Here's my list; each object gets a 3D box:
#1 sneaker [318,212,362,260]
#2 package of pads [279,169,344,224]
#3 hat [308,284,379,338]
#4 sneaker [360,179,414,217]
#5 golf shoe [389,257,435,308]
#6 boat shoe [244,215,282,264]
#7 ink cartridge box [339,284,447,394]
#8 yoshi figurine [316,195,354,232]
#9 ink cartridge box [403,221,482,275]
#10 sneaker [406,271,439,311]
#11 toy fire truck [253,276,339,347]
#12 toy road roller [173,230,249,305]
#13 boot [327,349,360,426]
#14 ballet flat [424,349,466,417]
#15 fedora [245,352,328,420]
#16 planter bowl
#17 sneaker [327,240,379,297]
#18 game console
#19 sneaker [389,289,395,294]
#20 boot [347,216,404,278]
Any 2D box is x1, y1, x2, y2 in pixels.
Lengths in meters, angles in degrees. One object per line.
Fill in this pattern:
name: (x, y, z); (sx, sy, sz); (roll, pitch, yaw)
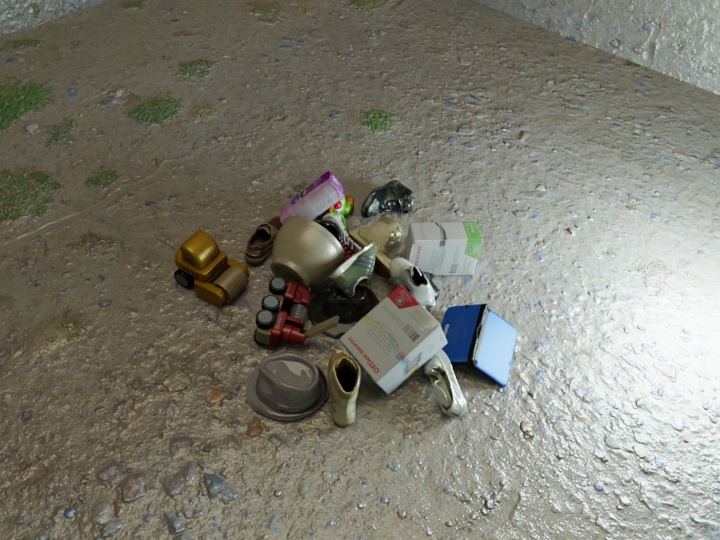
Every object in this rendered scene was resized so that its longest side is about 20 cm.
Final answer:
sneaker: (-0.058, -0.066, 1.654); (0.200, 0.074, 0.087); (58, 28, 1)
package of pads: (-0.145, -0.202, 1.752); (0.200, 0.076, 0.121); (-35, 24, 12)
hat: (-0.039, 0.083, 1.579); (0.200, 0.081, 0.201); (3, 48, -3)
sneaker: (0.094, -0.214, 1.870); (0.114, 0.076, 0.199); (32, 46, 30)
golf shoe: (0.138, 0.011, 1.557); (0.078, 0.097, 0.200); (-20, 44, -17)
boat shoe: (-0.271, -0.102, 1.730); (0.076, 0.072, 0.200); (17, 45, 9)
ink cartridge box: (0.081, 0.169, 1.413); (0.200, 0.145, 0.145); (-40, 63, -5)
yoshi figurine: (-0.084, -0.155, 1.802); (0.112, 0.112, 0.200); (-21, 25, 27)
ink cartridge box: (0.231, -0.061, 1.696); (0.199, 0.146, 0.084); (-1, 47, -7)
sneaker: (0.181, 0.073, 1.619); (0.087, 0.076, 0.200); (4, 47, -11)
toy fire truck: (-0.156, 0.114, 1.517); (0.199, 0.129, 0.176); (16, 47, -1)
toy road roller: (-0.405, -0.015, 1.586); (0.200, 0.146, 0.123); (25, 50, 17)
boot: (-0.039, 0.239, 1.383); (0.073, 0.156, 0.200); (1, 47, -4)
ballet flat: (0.193, 0.261, 1.436); (0.069, 0.070, 0.200); (-12, 56, -17)
fedora: (-0.174, 0.256, 1.398); (0.200, 0.090, 0.177); (19, 48, 12)
planter bowl: (-0.159, -0.030, 1.604); (0.200, 0.200, 0.135); (25, 61, 16)
sneaker: (0.000, 0.000, 1.580); (0.090, 0.067, 0.200); (54, 46, -3)
game console: (0.301, 0.196, 1.553); (0.170, 0.118, 0.200); (-7, 39, 32)
sneaker: (0.084, 0.138, 1.551); (0.115, 0.076, 0.200); (-20, 44, -7)
boot: (0.074, -0.073, 1.732); (0.155, 0.073, 0.200); (-27, 51, -26)
